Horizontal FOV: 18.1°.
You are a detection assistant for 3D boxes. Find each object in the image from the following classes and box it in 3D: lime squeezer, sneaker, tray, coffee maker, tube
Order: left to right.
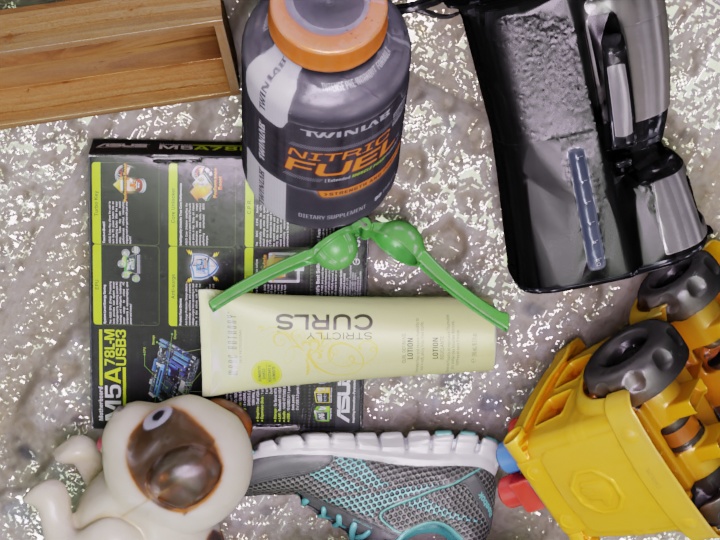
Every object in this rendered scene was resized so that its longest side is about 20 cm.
[{"bbox_3d":[-0.184,-0.139,1.483,0.199,0.099,0.037,-9,65,1],"label":"tray"},{"bbox_3d":[-0.009,0.047,1.525,0.199,0.052,0.058,-1,68,-4],"label":"tube"},{"bbox_3d":[0.000,0.000,1.509,0.199,0.038,0.071,4,86,-3],"label":"lime squeezer"},{"bbox_3d":[0.003,0.159,1.573,0.199,0.078,0.092,0,78,1],"label":"sneaker"},{"bbox_3d":[0.123,-0.096,1.499,0.191,0.135,0.201,-3,108,25],"label":"coffee maker"}]

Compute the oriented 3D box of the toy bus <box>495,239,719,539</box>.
[{"bbox_3d":[0.180,0.095,1.543,0.192,0.200,0.136,-21,113,40],"label":"toy bus"}]

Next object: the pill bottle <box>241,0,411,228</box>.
[{"bbox_3d":[-0.023,-0.115,1.419,0.106,0.200,0.107,1,64,-2],"label":"pill bottle"}]

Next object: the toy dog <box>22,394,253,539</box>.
[{"bbox_3d":[-0.137,0.178,1.524,0.193,0.139,0.201,23,115,18],"label":"toy dog"}]

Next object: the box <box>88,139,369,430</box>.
[{"bbox_3d":[-0.091,0.012,1.557,0.192,0.048,0.201,1,108,0],"label":"box"}]

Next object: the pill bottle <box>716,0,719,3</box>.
[{"bbox_3d":[0.310,-0.239,1.454,0.109,0.109,0.200,37,103,-12],"label":"pill bottle"}]
